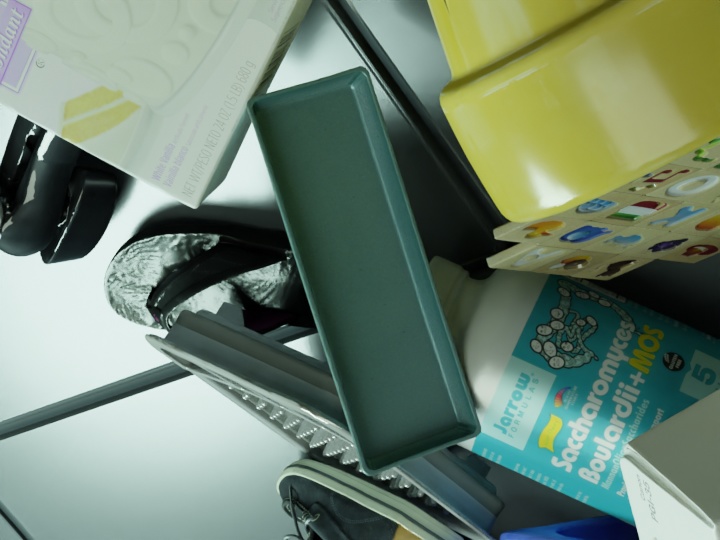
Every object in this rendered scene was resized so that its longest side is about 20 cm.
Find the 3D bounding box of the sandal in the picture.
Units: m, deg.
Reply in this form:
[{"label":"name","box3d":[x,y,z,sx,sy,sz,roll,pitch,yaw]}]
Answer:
[{"label":"sandal","box3d":[-0.070,0.012,1.217,0.200,0.048,0.075,-2,127,27]}]

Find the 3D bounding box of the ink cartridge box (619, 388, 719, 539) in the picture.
[{"label":"ink cartridge box","box3d":[0.244,0.112,1.038,0.083,0.200,0.147,43,157,53]}]

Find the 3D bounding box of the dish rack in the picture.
[{"label":"dish rack","box3d":[-0.012,0.083,1.185,0.172,0.044,0.200,20,165,41]}]

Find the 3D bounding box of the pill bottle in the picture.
[{"label":"pill bottle","box3d":[0.117,0.063,1.123,0.200,0.111,0.111,24,134,6]}]

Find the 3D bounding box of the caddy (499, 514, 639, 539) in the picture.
[{"label":"caddy","box3d":[0.169,0.189,1.175,0.200,0.105,0.141,16,170,-25]}]

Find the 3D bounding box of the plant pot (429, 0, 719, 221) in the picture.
[{"label":"plant pot","box3d":[0.104,-0.150,0.893,0.201,0.201,0.189,-25,98,39]}]

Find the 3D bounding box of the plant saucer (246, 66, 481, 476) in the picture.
[{"label":"plant saucer","box3d":[0.000,0.000,1.068,0.019,0.070,0.200,-12,96,68]}]

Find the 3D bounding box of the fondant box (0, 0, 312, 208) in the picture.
[{"label":"fondant box","box3d":[-0.136,-0.143,1.077,0.200,0.058,0.144,29,112,3]}]

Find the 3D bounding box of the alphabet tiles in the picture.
[{"label":"alphabet tiles","box3d":[0.165,-0.034,1.007,0.200,0.166,0.006,-26,69,39]}]

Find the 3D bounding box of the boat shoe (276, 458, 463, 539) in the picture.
[{"label":"boat shoe","box3d":[-0.007,0.159,1.248,0.075,0.062,0.200,34,171,-23]}]

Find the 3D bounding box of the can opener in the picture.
[{"label":"can opener","box3d":[-0.174,-0.081,1.192,0.063,0.079,0.200,53,139,30]}]
